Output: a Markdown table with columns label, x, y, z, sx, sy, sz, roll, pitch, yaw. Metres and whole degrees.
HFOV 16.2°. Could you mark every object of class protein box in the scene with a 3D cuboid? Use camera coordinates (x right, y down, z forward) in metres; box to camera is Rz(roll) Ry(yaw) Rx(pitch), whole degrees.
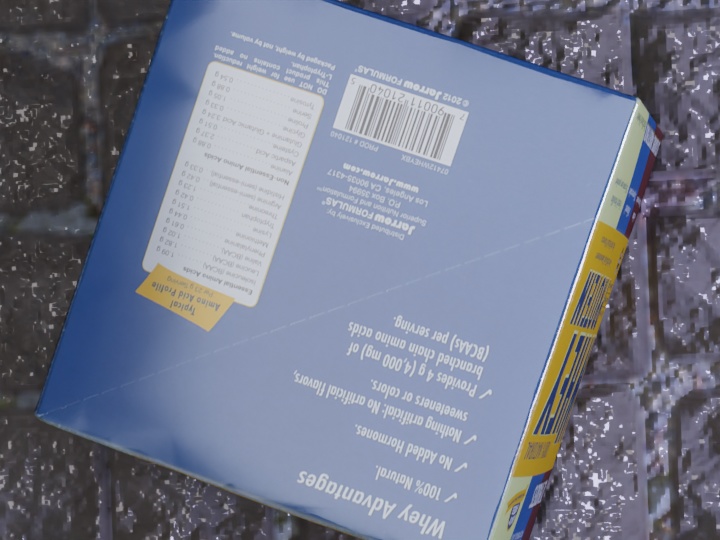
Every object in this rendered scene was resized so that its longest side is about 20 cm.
| label | x | y | z | sx | sy | sz | roll | pitch | yaw |
| --- | --- | --- | --- | --- | --- | --- | --- | --- | --- |
| protein box | 0.000 | 0.000 | 1.065 | 0.198 | 0.135 | 0.200 | 19 | 91 | 11 |
